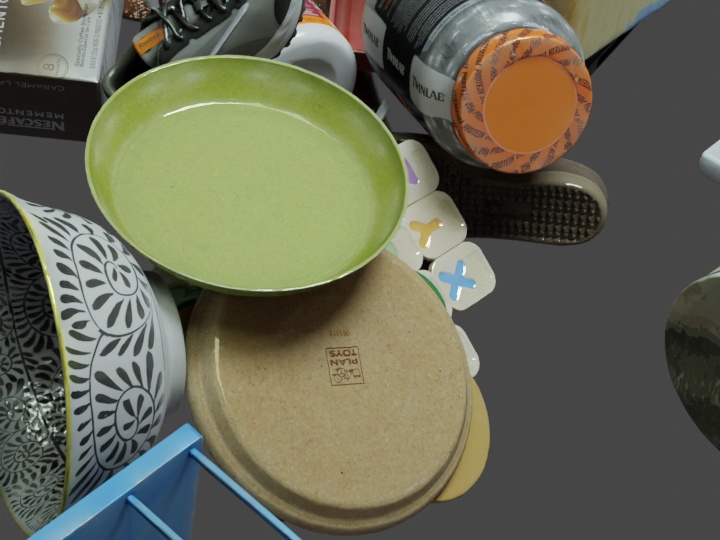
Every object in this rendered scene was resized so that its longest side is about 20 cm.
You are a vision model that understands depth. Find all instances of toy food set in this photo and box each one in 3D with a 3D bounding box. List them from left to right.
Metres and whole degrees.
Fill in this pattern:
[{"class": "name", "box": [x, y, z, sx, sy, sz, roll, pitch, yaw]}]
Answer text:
[{"class": "toy food set", "box": [-0.018, 0.064, 1.089, 0.199, 0.049, 0.200, -19, 79, -31]}]

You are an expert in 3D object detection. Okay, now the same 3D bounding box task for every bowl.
[{"class": "bowl", "box": [-0.161, 0.048, 1.045, 0.093, 0.202, 0.201, -8, 44, -27]}]

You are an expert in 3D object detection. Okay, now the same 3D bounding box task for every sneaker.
[{"class": "sneaker", "box": [-0.107, -0.169, 1.244, 0.079, 0.200, 0.074, 8, 48, -43]}, {"class": "sneaker", "box": [0.083, -0.063, 1.306, 0.198, 0.071, 0.076, 14, 23, 4]}]

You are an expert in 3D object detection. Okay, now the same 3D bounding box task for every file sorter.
[{"class": "file sorter", "box": [-0.124, 0.208, 0.918, 0.122, 0.140, 0.199, 36, 50, 24]}]

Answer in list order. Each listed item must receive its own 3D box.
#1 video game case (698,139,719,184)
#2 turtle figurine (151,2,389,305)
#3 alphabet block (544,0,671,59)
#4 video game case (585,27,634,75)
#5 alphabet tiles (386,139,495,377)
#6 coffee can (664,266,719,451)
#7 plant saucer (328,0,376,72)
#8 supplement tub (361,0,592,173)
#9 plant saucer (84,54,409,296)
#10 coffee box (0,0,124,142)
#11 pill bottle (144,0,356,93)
[{"class": "video game case", "box": [0.393, -0.074, 1.383, 0.199, 0.024, 0.182, 34, 48, 27]}, {"class": "turtle figurine", "box": [-0.084, -0.056, 1.188, 0.198, 0.144, 0.195, -15, 54, 11]}, {"class": "alphabet block", "box": [0.148, -0.307, 1.385, 0.196, 0.201, 0.195, 33, 49, 25]}, {"class": "video game case", "box": [0.159, -0.224, 1.511, 0.142, 0.019, 0.200, 26, 47, 19]}, {"class": "alphabet tiles", "box": [0.000, 0.000, 1.164, 0.195, 0.015, 0.201, -30, 92, -34]}, {"class": "coffee can", "box": [0.317, 0.028, 1.170, 0.199, 0.147, 0.146, -29, 54, -33]}, {"class": "plant saucer", "box": [0.074, -0.216, 1.451, 0.197, 0.037, 0.201, 6, 42, -2]}, {"class": "supplement tub", "box": [0.082, -0.149, 1.256, 0.121, 0.124, 0.200, -6, 26, -14]}, {"class": "plant saucer", "box": [-0.070, -0.054, 1.088, 0.198, 0.031, 0.201, 7, 46, -7]}, {"class": "coffee box", "box": [-0.239, -0.205, 1.346, 0.113, 0.080, 0.202, 5, 60, -2]}, {"class": "pill bottle", "box": [-0.095, -0.191, 1.369, 0.109, 0.110, 0.200, -18, 49, -25]}]
